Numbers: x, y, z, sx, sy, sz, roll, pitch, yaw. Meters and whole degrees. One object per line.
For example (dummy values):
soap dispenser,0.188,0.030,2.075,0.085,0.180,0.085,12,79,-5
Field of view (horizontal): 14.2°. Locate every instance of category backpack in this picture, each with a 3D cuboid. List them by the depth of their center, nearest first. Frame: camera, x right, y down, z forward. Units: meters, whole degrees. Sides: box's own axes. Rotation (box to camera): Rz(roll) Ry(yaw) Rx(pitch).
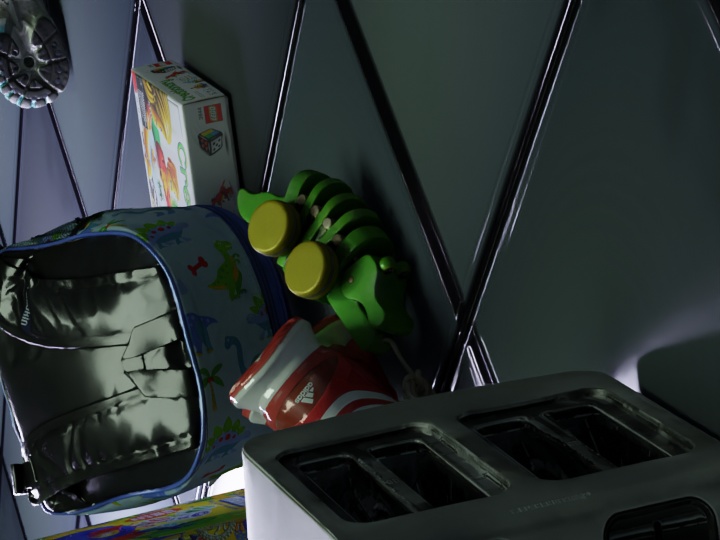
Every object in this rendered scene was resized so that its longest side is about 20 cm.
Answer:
backpack,-0.122,0.048,1.775,0.200,0.147,0.184,-13,91,51

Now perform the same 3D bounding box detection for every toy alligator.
toy alligator,0.000,0.000,1.528,0.054,0.059,0.200,-56,49,15

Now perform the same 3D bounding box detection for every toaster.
toaster,0.056,0.128,1.189,0.200,0.180,0.119,-146,49,-67

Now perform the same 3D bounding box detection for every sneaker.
sneaker,-0.001,0.086,1.541,0.115,0.078,0.200,41,-172,8
sneaker,-0.288,-0.232,2.316,0.086,0.077,0.201,-140,40,-71

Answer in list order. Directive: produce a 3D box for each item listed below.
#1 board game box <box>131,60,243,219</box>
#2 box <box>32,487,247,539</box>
board game box,-0.106,-0.028,1.901,0.126,0.034,0.201,-144,44,-66
box,-0.120,0.221,1.849,0.200,0.192,0.123,173,85,-74
